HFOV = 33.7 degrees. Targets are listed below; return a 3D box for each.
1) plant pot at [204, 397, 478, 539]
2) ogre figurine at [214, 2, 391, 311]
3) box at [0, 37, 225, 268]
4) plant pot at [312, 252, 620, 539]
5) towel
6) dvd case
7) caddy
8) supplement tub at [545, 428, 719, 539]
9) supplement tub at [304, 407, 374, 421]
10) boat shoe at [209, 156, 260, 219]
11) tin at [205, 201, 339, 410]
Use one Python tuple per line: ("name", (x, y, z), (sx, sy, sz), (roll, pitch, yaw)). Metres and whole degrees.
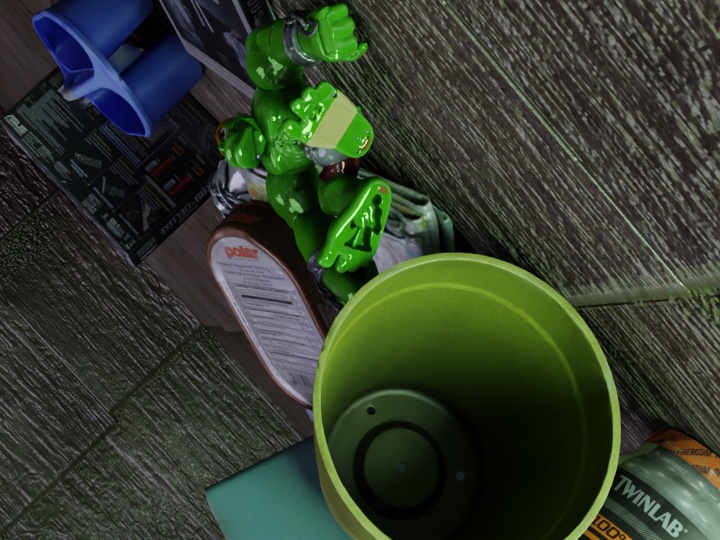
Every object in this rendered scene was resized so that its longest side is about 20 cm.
("plant pot", (0.004, 0.188, 0.985), (0.143, 0.198, 0.141), (61, -167, 8))
("ogre figurine", (-0.033, -0.081, 0.780), (0.120, 0.098, 0.201), (39, 162, 51))
("box", (-0.240, -0.131, 1.202), (0.200, 0.158, 0.050), (43, 168, 10))
("plant pot", (0.049, 0.117, 0.817), (0.200, 0.200, 0.193), (45, 158, 6))
("towel", (-0.001, 0.001, 0.920), (0.169, 0.048, 0.202), (24, 143, 29))
("dvd case", (-0.110, -0.198, 0.856), (0.150, 0.025, 0.201), (39, 166, 32))
("caddy", (-0.232, -0.193, 1.093), (0.142, 0.105, 0.199), (50, 167, -21))
("supplement tub", (0.167, 0.208, 0.777), (0.122, 0.200, 0.123), (42, 167, 12))
("supplement tub", (-0.004, 0.085, 1.140), (0.132, 0.132, 0.201), (42, 166, 18))
("boat shoe", (-0.102, -0.077, 1.097), (0.070, 0.071, 0.201), (45, 168, 3))
("tin", (-0.052, 0.037, 0.941), (0.111, 0.042, 0.202), (3, 131, 40))
